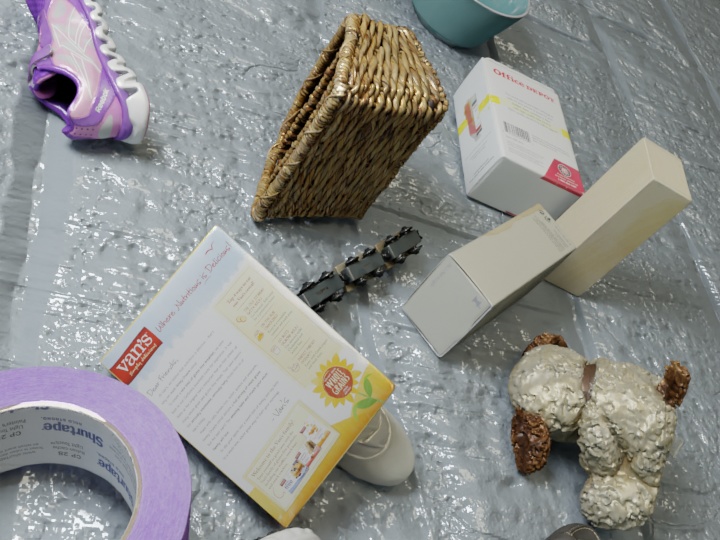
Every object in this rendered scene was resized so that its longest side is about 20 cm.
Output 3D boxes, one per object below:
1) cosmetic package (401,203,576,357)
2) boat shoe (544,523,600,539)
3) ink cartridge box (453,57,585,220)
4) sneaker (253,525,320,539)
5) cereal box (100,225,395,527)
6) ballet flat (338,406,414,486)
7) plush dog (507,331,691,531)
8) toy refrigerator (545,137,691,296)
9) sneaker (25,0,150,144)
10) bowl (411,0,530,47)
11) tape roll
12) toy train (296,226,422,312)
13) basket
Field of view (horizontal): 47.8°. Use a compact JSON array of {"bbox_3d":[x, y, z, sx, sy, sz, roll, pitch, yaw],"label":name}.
[{"bbox_3d":[0.147,0.007,0.908,0.199,0.104,0.074,-25,72,-47],"label":"cosmetic package"},{"bbox_3d":[0.180,0.287,0.740,0.198,0.057,0.067,-21,70,-44],"label":"boat shoe"},{"bbox_3d":[0.213,-0.176,1.117,0.143,0.084,0.203,19,47,-24],"label":"ink cartridge box"},{"bbox_3d":[-0.085,0.239,0.550,0.198,0.076,0.079,-12,26,-41],"label":"sneaker"},{"bbox_3d":[-0.089,0.084,0.661,0.199,0.040,0.144,42,82,-1],"label":"cereal box"},{"bbox_3d":[-0.027,0.111,0.716,0.200,0.070,0.069,46,43,5],"label":"ballet flat"},{"bbox_3d":[0.238,0.142,0.855,0.168,0.163,0.201,15,41,10],"label":"plush dog"},{"bbox_3d":[0.312,-0.061,1.012,0.069,0.200,0.077,24,44,-18],"label":"toy refrigerator"},{"bbox_3d":[-0.283,-0.203,0.780,0.087,0.081,0.202,-22,72,-36],"label":"sneaker"},{"bbox_3d":[0.154,-0.427,1.260,0.198,0.105,0.204,20,48,-23],"label":"bowl"},{"bbox_3d":[-0.205,0.157,0.504,0.195,0.066,0.202,9,41,-8],"label":"tape roll"},{"bbox_3d":[0.000,0.000,0.847,0.199,0.046,0.035,-30,88,-44],"label":"toy train"},{"bbox_3d":[-0.034,-0.161,0.834,0.147,0.200,0.145,-3,59,-37],"label":"basket"}]
